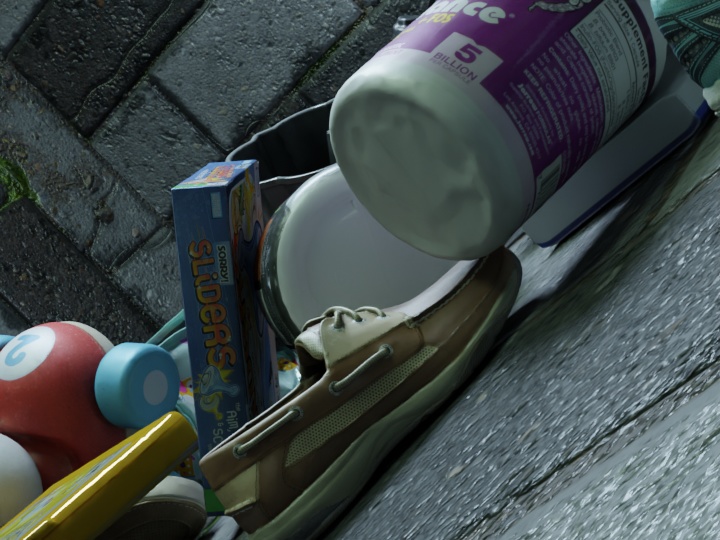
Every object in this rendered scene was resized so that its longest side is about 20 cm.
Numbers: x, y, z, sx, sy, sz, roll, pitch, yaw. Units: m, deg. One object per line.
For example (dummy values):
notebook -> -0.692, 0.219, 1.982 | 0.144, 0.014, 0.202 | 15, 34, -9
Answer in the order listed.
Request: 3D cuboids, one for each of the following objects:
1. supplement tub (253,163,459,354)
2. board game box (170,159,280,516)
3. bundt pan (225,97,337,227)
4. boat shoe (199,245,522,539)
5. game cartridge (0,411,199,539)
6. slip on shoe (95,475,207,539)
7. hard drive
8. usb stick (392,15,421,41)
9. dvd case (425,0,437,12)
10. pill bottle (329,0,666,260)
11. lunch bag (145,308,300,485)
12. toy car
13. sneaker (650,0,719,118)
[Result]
supplement tub -> 0.000, 0.000, 1.074 | 0.123, 0.123, 0.200 | -45, 3, -5
board game box -> -0.080, 0.038, 1.137 | 0.034, 0.200, 0.135 | -4, 10, 6
bundt pan -> 0.003, -0.073, 1.331 | 0.201, 0.076, 0.202 | -18, 19, 7
boat shoe -> 0.002, 0.049, 0.890 | 0.200, 0.072, 0.076 | -46, 4, -22
game cartridge -> -0.208, 0.171, 1.099 | 0.176, 0.032, 0.200 | -33, 4, 46
slip on shoe -> -0.176, 0.210, 1.230 | 0.200, 0.076, 0.061 | -35, 47, 24
hard drive -> 0.174, -0.101, 1.024 | 0.132, 0.025, 0.200 | -42, 5, 44
usb stick -> 0.042, -0.100, 1.438 | 0.033, 0.200, 0.055 | -1, 11, 1
dvd case -> 0.100, -0.181, 1.068 | 0.150, 0.025, 0.200 | -36, -8, -11
pill bottle -> 0.085, -0.104, 0.922 | 0.200, 0.112, 0.112 | -44, 3, -33
lunch bag -> -0.140, 0.109, 1.450 | 0.170, 0.122, 0.200 | -40, 1, 37
toy car -> -0.254, 0.135, 1.281 | 0.184, 0.177, 0.200 | 1, 9, 37
sneaker -> 0.203, -0.151, 0.769 | 0.200, 0.086, 0.078 | -46, 5, -17
